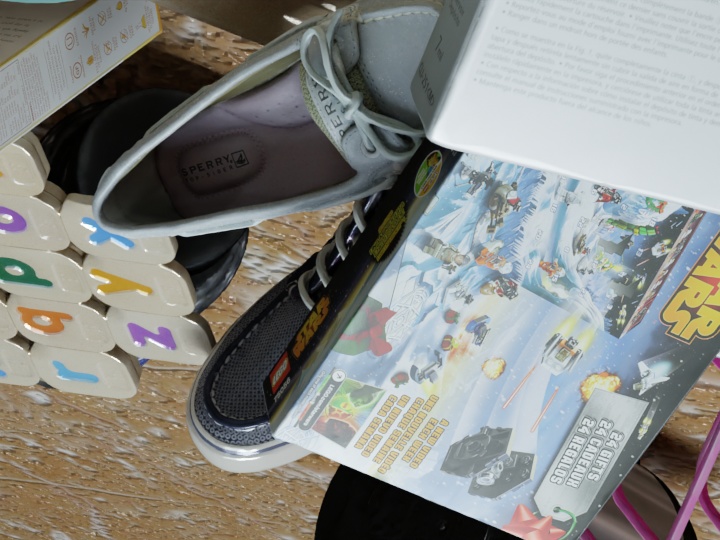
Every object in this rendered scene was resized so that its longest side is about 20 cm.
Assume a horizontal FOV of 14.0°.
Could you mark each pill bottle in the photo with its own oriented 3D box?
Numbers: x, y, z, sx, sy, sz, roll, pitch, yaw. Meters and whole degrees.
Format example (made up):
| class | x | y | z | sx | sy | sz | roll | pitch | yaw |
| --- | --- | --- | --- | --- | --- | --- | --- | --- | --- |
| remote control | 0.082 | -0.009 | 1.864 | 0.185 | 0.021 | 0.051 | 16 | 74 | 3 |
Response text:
| class | x | y | z | sx | sy | sz | roll | pitch | yaw |
| --- | --- | --- | --- | --- | --- | --- | --- | --- | --- |
| pill bottle | -0.117 | -0.017 | 1.397 | 0.111 | 0.112 | 0.200 | 20 | 160 | -13 |

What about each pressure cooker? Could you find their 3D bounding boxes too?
| class | x | y | z | sx | sy | sz | roll | pitch | yaw |
| --- | --- | --- | --- | --- | --- | --- | --- | --- | --- |
| pressure cooker | 0.091 | 0.169 | 1.638 | 0.179 | 0.176 | 0.200 | -45 | 136 | 14 |

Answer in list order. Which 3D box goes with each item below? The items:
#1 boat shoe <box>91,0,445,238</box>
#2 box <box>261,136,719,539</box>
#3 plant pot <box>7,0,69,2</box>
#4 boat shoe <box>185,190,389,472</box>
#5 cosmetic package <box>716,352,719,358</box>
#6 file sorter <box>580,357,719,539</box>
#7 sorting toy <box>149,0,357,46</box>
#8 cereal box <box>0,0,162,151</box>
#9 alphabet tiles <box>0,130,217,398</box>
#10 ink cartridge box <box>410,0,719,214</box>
| class | x | y | z | sx | sy | sz | roll | pitch | yaw |
| --- | --- | --- | --- | --- | --- | --- | --- | --- | --- |
| boat shoe | -0.021 | -0.056 | 1.126 | 0.201 | 0.075 | 0.065 | -18 | -173 | 42 |
| box | 0.071 | 0.002 | 1.091 | 0.136 | 0.040 | 0.200 | 24 | 115 | -22 |
| plant pot | -0.101 | -0.177 | 0.862 | 0.200 | 0.162 | 0.201 | 15 | 158 | 6 |
| boat shoe | 0.000 | 0.000 | 1.279 | 0.075 | 0.200 | 0.093 | 42 | 164 | 24 |
| cosmetic package | 0.136 | -0.030 | 1.156 | 0.199 | 0.107 | 0.090 | 11 | -156 | 2 |
| file sorter | 0.193 | 0.078 | 1.272 | 0.199 | 0.126 | 0.139 | 12 | -159 | -27 |
| sorting toy | -0.023 | -0.141 | 1.099 | 0.184 | 0.037 | 0.200 | 20 | 158 | -26 |
| cereal box | -0.191 | -0.077 | 1.196 | 0.143 | 0.200 | 0.040 | 5 | 118 | 28 |
| alphabet tiles | -0.164 | -0.006 | 1.304 | 0.195 | 0.015 | 0.200 | 6 | 147 | 17 |
| ink cartridge box | 0.138 | -0.101 | 0.985 | 0.199 | 0.044 | 0.174 | 13 | 120 | -17 |
